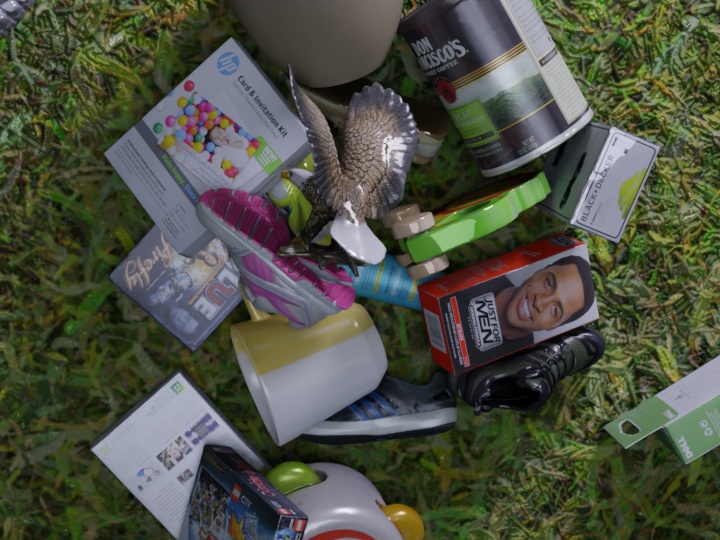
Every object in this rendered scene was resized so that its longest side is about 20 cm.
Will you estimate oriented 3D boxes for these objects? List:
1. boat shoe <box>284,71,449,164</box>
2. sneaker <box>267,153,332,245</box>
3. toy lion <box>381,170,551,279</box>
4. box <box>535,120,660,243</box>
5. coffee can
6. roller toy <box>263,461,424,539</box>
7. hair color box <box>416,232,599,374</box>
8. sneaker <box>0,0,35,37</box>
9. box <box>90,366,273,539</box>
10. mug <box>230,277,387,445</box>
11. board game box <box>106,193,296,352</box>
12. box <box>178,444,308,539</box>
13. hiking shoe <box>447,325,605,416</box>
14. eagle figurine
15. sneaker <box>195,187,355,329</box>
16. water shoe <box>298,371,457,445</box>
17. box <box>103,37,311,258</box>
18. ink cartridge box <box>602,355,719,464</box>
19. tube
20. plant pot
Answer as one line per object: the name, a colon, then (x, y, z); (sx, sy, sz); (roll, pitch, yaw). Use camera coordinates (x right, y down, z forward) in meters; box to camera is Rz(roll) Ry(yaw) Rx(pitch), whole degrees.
boat shoe: (0.001, -0.177, 1.500); (0.200, 0.074, 0.066); (25, 135, 7)
sneaker: (-0.071, -0.111, 1.513); (0.076, 0.105, 0.200); (-27, 73, 16)
toy lion: (0.125, -0.063, 1.467); (0.191, 0.200, 0.069); (-22, 98, 0)
box: (0.259, -0.106, 1.473); (0.060, 0.200, 0.117); (22, 96, -9)
coffee can: (0.152, -0.228, 1.469); (0.146, 0.146, 0.200); (-32, 101, 1)
roller toy: (-0.041, 0.334, 1.535); (0.200, 0.140, 0.183); (18, 105, -22)
hair color box: (0.174, 0.037, 1.530); (0.200, 0.061, 0.102); (-21, 110, -18)
sneaker: (-0.410, -0.333, 1.441); (0.112, 0.078, 0.200); (44, 83, -7)
box: (-0.205, 0.236, 1.573); (0.144, 0.036, 0.200); (-40, 100, 2)
mug: (-0.057, 0.092, 1.501); (0.153, 0.150, 0.187); (-21, 131, -11)
board game box: (-0.178, -0.022, 1.522); (0.135, 0.035, 0.200); (42, 97, -8)
box: (-0.138, 0.298, 1.474); (0.038, 0.200, 0.137); (11, 100, -34)
hiking shoe: (0.209, 0.128, 1.544); (0.200, 0.101, 0.076); (-17, 125, -12)
eagle figurine: (-0.026, -0.104, 1.367); (0.151, 0.152, 0.201); (16, 98, 5)
sneaker: (-0.106, -0.005, 1.415); (0.200, 0.081, 0.088); (42, 122, -4)
water shoe: (0.015, 0.164, 1.575); (0.199, 0.072, 0.079); (-4, 73, -3)
box: (-0.168, -0.137, 1.468); (0.200, 0.041, 0.156); (-40, 75, 7)
ink cartridge box: (0.405, 0.175, 1.585); (0.200, 0.104, 0.059); (-31, 100, 0)
tube: (0.000, 0.000, 1.549); (0.199, 0.050, 0.078); (16, 88, -1)
plant pot: (-0.037, -0.279, 1.428); (0.200, 0.200, 0.135); (-17, 114, -2)
